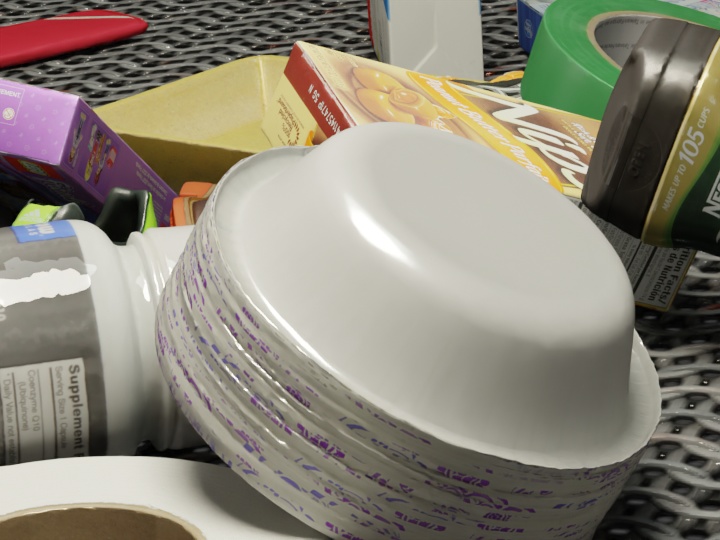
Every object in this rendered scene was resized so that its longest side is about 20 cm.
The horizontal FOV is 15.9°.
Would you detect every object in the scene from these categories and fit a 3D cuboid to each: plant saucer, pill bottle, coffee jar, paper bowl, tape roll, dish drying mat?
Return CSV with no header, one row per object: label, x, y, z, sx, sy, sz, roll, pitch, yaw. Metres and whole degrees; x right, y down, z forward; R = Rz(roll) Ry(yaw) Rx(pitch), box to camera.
plant saucer,-0.044,-0.080,1.568,0.199,0.049,0.200,10,22,34
pill bottle,-0.157,0.039,1.098,0.199,0.114,0.114,-8,18,-15
coffee jar,0.208,-0.040,1.213,0.199,0.105,0.085,22,30,9
paper bowl,0.028,0.019,1.019,0.200,0.105,0.201,23,28,-13
tape roll,0.192,-0.095,1.474,0.199,0.048,0.201,15,25,-7
dish drying mat,-0.261,-0.169,1.932,0.199,0.018,0.077,-16,23,-36
tape roll,-0.108,0.122,0.958,0.201,0.037,0.203,-3,17,1

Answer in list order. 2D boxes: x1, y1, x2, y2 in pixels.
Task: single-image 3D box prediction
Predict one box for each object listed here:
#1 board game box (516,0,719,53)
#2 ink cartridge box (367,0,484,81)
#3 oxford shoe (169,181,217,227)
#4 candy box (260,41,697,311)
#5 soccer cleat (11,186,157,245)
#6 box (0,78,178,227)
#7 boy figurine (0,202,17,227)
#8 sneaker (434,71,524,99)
board game box,0.228,-0.162,1.794,0.198,0.044,0.200,-6,17,-9
ink cartridge box,0.041,-0.204,1.834,0.067,0.117,0.200,-5,18,-3
oxford shoe,-0.059,-0.006,1.303,0.072,0.072,0.200,2,17,-1
candy box,0.061,-0.047,1.290,0.199,0.056,0.116,12,25,-27
soccer cleat,-0.165,0.013,1.235,0.067,0.082,0.200,8,21,32
box,-0.186,-0.061,1.352,0.136,0.039,0.200,14,-10,13
boy figurine,-0.243,-0.020,1.358,0.199,0.065,0.124,12,-10,43
sneaker,0.084,-0.073,1.486,0.077,0.079,0.200,16,25,29
